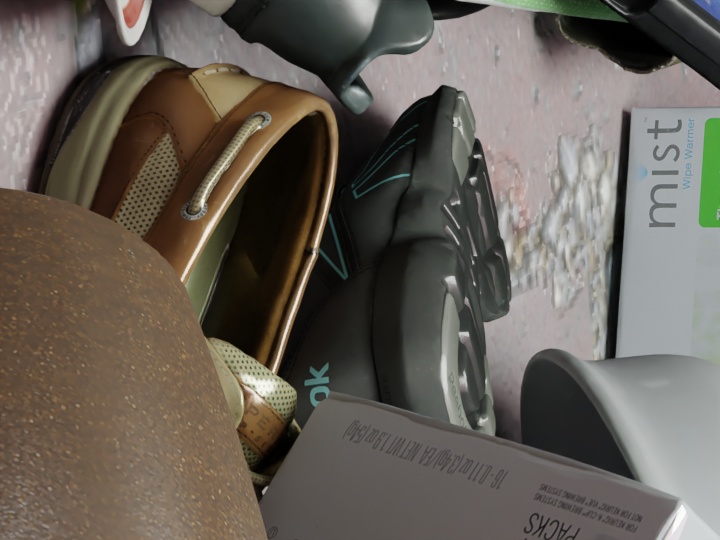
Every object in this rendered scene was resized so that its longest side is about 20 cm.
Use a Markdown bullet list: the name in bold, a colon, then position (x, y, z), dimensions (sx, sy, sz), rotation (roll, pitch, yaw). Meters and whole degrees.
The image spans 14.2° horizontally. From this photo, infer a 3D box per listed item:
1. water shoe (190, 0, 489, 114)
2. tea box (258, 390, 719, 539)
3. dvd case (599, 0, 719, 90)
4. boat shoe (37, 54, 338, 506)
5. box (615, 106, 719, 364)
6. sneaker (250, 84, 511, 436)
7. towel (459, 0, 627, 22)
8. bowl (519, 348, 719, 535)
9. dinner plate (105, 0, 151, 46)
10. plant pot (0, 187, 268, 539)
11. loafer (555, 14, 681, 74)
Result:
- **water shoe**: position (0.012, -0.107, 0.829), dimensions (0.079, 0.071, 0.200), rotation (44, 39, -4)
- **tea box**: position (0.041, 0.172, 0.721), dimensions (0.200, 0.133, 0.198), rotation (43, 71, -39)
- **dvd case**: position (0.040, -0.144, 0.772), dimensions (0.200, 0.017, 0.143), rotation (31, 42, -37)
- **boat shoe**: position (-0.054, 0.034, 0.738), dimensions (0.076, 0.073, 0.201), rotation (42, 55, -55)
- **box**: position (0.191, 0.042, 1.093), dimensions (0.097, 0.175, 0.202), rotation (15, 78, -61)
- **sneaker**: position (0.000, 0.000, 0.850), dimensions (0.200, 0.079, 0.076), rotation (-72, 149, -68)
- **towel**: position (0.035, -0.160, 0.819), dimensions (0.152, 0.023, 0.201), rotation (1, 62, -53)
- **bowl**: position (0.129, 0.110, 0.959), dimensions (0.201, 0.090, 0.202), rotation (162, -90, -80)
- **dinner plate**: position (-0.057, -0.157, 0.714), dimensions (0.200, 0.024, 0.202), rotation (4, 90, -90)
- **plant pot**: position (-0.088, 0.090, 0.599), dimensions (0.187, 0.186, 0.201), rotation (55, 29, -48)
- **loafer**: position (0.099, -0.103, 1.034), dimensions (0.199, 0.075, 0.070), rotation (19, 80, -51)
